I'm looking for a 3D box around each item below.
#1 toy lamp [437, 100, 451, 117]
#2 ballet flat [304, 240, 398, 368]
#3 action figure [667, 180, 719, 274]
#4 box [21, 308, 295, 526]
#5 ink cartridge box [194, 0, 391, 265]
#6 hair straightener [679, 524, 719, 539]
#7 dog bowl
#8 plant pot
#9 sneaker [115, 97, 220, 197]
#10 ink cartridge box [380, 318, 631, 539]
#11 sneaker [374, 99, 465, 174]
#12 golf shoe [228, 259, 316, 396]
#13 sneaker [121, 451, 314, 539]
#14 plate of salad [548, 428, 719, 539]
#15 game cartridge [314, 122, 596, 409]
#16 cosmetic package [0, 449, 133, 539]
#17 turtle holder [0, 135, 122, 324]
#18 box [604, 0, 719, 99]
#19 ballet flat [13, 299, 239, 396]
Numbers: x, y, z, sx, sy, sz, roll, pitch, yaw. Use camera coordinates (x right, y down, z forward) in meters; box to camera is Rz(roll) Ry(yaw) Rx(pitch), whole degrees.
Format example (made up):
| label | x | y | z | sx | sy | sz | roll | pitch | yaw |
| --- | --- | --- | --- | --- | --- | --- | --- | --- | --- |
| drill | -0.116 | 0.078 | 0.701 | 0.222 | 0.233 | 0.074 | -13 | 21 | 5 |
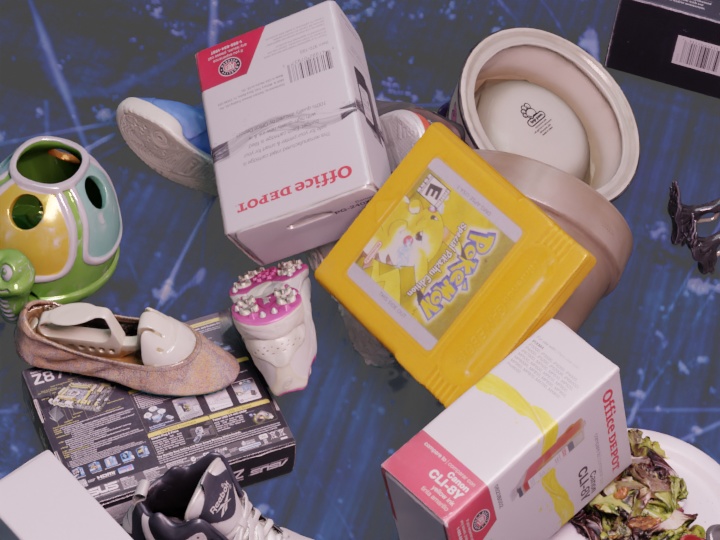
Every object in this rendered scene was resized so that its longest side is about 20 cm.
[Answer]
| label | x | y | z | sx | sy | sz | roll | pitch | yaw |
| --- | --- | --- | --- | --- | --- | --- | --- | --- | --- |
| toy lamp | 0.065 | -0.109 | 1.901 | 0.058 | 0.058 | 0.200 | 33 | 56 | 21 |
| ballet flat | 0.000 | 0.000 | 1.793 | 0.071 | 0.072 | 0.201 | -16 | 53 | -18 |
| action figure | 0.401 | -0.055 | 1.855 | 0.198 | 0.103 | 0.119 | -6 | 38 | -8 |
| box | -0.175 | 0.129 | 1.678 | 0.198 | 0.049 | 0.162 | -17 | 54 | -19 |
| ink cartridge box | -0.058 | -0.123 | 1.771 | 0.144 | 0.083 | 0.202 | -19 | 62 | 13 |
| hair straightener | 0.292 | 0.296 | 1.538 | 0.041 | 0.077 | 0.202 | 18 | 58 | -25 |
| dog bowl | 0.168 | -0.131 | 1.878 | 0.198 | 0.074 | 0.202 | 12 | 59 | -21 |
| plant pot | 0.123 | 0.020 | 1.724 | 0.198 | 0.200 | 0.175 | 18 | 66 | 10 |
| sneaker | -0.132 | -0.135 | 1.889 | 0.199 | 0.077 | 0.111 | 25 | 52 | 16 |
| ink cartridge box | 0.123 | 0.158 | 1.589 | 0.200 | 0.146 | 0.083 | -40 | 53 | -19 |
| sneaker | 0.026 | -0.128 | 1.857 | 0.081 | 0.078 | 0.199 | -10 | 19 | -34 |
| golf shoe | -0.074 | 0.049 | 1.722 | 0.075 | 0.092 | 0.200 | -15 | 14 | 6 |
| sneaker | -0.098 | 0.210 | 1.562 | 0.197 | 0.130 | 0.080 | 15 | 50 | 8 |
| plate of salad | 0.240 | 0.210 | 1.647 | 0.198 | 0.048 | 0.201 | 2 | 50 | -2 |
| game cartridge | 0.076 | -0.002 | 1.644 | 0.177 | 0.032 | 0.200 | -51 | 56 | 7 |
| cosmetic package | -0.213 | 0.250 | 1.537 | 0.071 | 0.102 | 0.200 | -33 | 60 | -29 |
| turtle holder | -0.294 | -0.036 | 1.737 | 0.140 | 0.133 | 0.185 | 32 | 42 | 25 |
| box | 0.378 | -0.282 | 2.043 | 0.198 | 0.105 | 0.183 | 17 | 51 | 9 |
| ballet flat | -0.201 | 0.062 | 1.659 | 0.198 | 0.068 | 0.068 | 6 | 44 | 2 |
